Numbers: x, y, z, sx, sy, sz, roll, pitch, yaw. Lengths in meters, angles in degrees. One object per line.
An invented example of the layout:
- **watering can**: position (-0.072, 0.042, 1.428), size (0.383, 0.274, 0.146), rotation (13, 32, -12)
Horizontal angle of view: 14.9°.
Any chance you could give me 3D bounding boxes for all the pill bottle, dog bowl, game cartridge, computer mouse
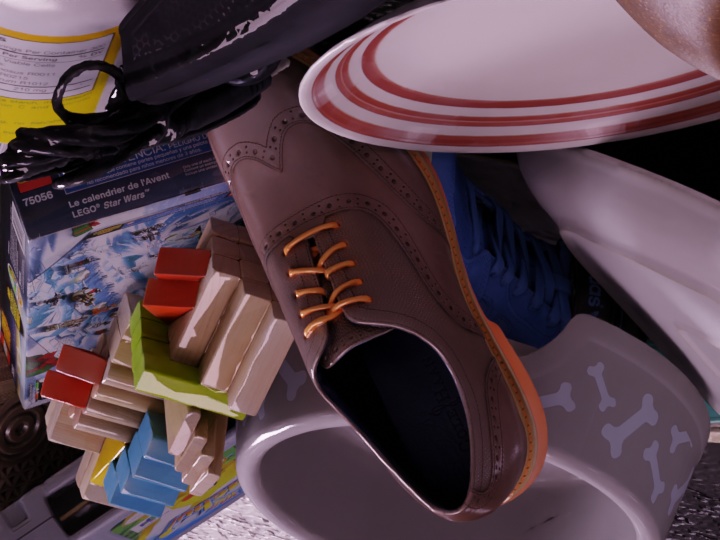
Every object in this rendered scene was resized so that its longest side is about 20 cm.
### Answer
- **pill bottle**: position (-0.108, -0.111, 0.912), size (0.104, 0.105, 0.200), rotation (17, 157, -9)
- **dog bowl**: position (0.040, 0.075, 1.122), size (0.199, 0.059, 0.200), rotation (10, 152, 5)
- **game cartridge**: position (-0.074, 0.084, 1.257), size (0.200, 0.041, 0.133), rotation (-34, 171, 1)
- **computer mouse**: position (-0.019, -0.091, 0.866), size (0.053, 0.138, 0.200), rotation (48, 127, 6)

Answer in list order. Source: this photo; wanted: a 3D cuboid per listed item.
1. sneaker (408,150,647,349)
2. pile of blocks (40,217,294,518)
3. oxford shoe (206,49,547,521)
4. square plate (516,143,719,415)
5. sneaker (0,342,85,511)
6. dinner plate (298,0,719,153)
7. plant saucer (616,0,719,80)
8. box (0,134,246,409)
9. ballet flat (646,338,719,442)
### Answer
- **sneaker**: position (0.063, -0.003, 1.113), size (0.111, 0.077, 0.200), rotation (2, 148, 6)
- **pile of blocks**: position (-0.090, 0.050, 1.097), size (0.062, 0.082, 0.200), rotation (17, 145, -18)
- **oxford shoe**: position (0.000, 0.000, 0.996), size (0.071, 0.200, 0.073), rotation (-36, 176, 18)
- **square plate**: position (0.156, 0.035, 1.037), size (0.198, 0.028, 0.200), rotation (46, 172, -29)
- **sneaker**: position (-0.149, 0.060, 1.271), size (0.200, 0.071, 0.075), rotation (-12, -145, -44)
- **dinner plate**: position (0.077, -0.078, 0.931), size (0.199, 0.024, 0.200), rotation (-8, 166, -2)
- **plant saucer**: position (0.171, -0.095, 0.806), size (0.200, 0.037, 0.201), rotation (-5, 156, -2)
- **box**: position (-0.079, -0.010, 1.131), size (0.137, 0.040, 0.200), rotation (-17, 162, -14)
- **ballet flat**: position (0.193, 0.047, 1.196), size (0.199, 0.068, 0.062), rotation (7, -173, 23)
